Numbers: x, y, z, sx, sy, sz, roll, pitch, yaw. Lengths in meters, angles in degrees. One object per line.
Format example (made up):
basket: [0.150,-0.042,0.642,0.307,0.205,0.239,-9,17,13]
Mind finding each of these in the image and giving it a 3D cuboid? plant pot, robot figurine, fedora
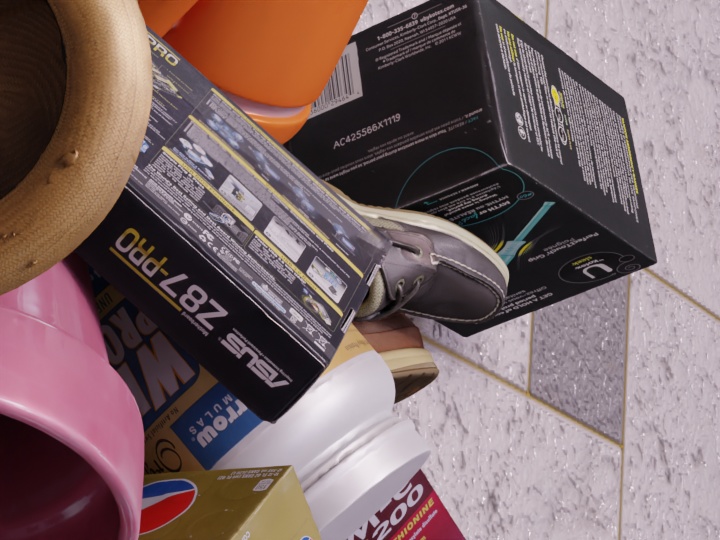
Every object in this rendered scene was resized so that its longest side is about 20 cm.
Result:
plant pot: [-0.195,0.039,1.135,0.200,0.199,0.179,48,30,-43]
robot figurine: [-0.061,-0.148,1.397,0.200,0.116,0.144,-62,-177,24]
fedora: [-0.180,-0.071,1.047,0.082,0.200,0.201,42,44,-83]

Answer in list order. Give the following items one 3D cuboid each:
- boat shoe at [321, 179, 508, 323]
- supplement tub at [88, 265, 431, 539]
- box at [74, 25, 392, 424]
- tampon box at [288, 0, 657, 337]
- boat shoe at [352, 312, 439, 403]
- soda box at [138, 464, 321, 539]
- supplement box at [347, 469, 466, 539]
boat shoe: [0.000,-0.001,1.462,0.200,0.072,0.066,22,43,-29]
supplement tub: [-0.074,0.055,1.279,0.200,0.145,0.145,49,32,10]
box: [-0.084,-0.038,1.174,0.200,0.049,0.161,41,24,-6]
tampon box: [0.068,-0.064,1.577,0.200,0.149,0.127,30,45,-53]
boat shoe: [-0.034,0.045,1.496,0.200,0.072,0.068,3,60,-53]
soda box: [-0.118,0.141,1.206,0.068,0.199,0.064,-49,124,-50]
supplement box: [-0.003,0.163,1.465,0.109,0.061,0.200,-45,131,-14]
